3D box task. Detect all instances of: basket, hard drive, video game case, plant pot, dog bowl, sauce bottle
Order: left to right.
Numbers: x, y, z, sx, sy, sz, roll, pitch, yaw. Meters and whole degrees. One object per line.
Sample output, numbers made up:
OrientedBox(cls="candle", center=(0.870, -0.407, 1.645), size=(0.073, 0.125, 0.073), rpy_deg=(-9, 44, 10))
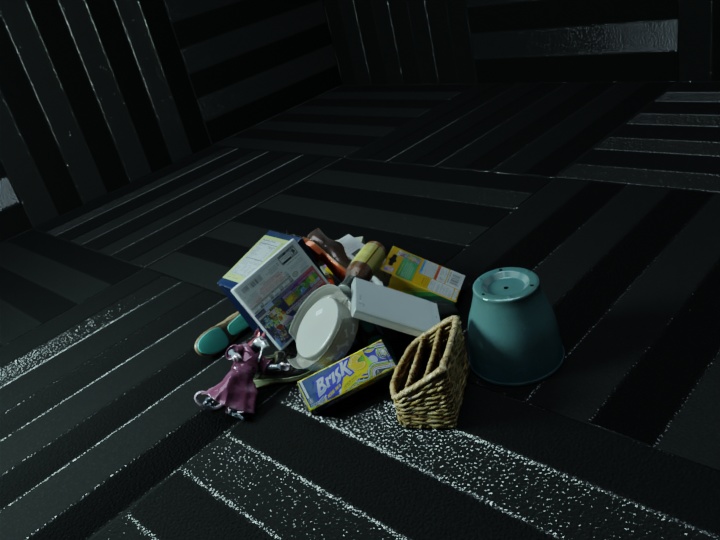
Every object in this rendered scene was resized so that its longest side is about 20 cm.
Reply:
OrientedBox(cls="video game case", center=(-0.173, 0.054, 1.619), size=(0.200, 0.182, 0.023), rpy_deg=(-43, 10, -26))
OrientedBox(cls="dog bowl", center=(-0.081, 0.132, 1.519), size=(0.200, 0.059, 0.200), rpy_deg=(-35, 39, 34))
OrientedBox(cls="sauce bottle", center=(0.000, 0.000, 1.633), size=(0.066, 0.066, 0.200), rpy_deg=(1, 29, 27))
OrientedBox(cls="hard drive", center=(0.078, 0.085, 1.505), size=(0.200, 0.026, 0.132), rpy_deg=(18, 29, -11))
OrientedBox(cls="basket", center=(0.129, 0.197, 1.377), size=(0.142, 0.149, 0.200), rpy_deg=(-3, 30, 21))
OrientedBox(cls="plant pot", center=(0.310, 0.103, 1.424), size=(0.200, 0.188, 0.200), rpy_deg=(-12, 27, 6))

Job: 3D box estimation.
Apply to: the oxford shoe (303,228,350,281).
OrientedBox(cls="oxford shoe", center=(-0.052, -0.030, 1.715), size=(0.073, 0.200, 0.071), rpy_deg=(-50, -2, -23))

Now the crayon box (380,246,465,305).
OrientedBox(cls="crayon box", center=(0.150, 0.024, 1.710), size=(0.200, 0.052, 0.126), rpy_deg=(24, 36, 6))

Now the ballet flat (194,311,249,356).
OrientedBox(cls="ballet flat", center=(-0.361, 0.163, 1.785), size=(0.072, 0.068, 0.200), rpy_deg=(-16, 18, 45))

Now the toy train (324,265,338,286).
OrientedBox(cls="toy train", center=(-0.031, 0.031, 1.884), size=(0.200, 0.056, 0.150), rpy_deg=(-11, 44, -5))

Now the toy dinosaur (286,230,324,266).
OrientedBox(cls="toy dinosaur", center=(-0.162, -0.060, 1.884), size=(0.086, 0.136, 0.200), rpy_deg=(-25, 0, -30))

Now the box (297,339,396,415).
OrientedBox(cls="box", center=(-0.029, 0.224, 1.448), size=(0.200, 0.064, 0.070), rpy_deg=(-26, 71, -11))

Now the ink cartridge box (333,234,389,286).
OrientedBox(cls="ink cartridge box", center=(0.014, 0.007, 1.780), size=(0.067, 0.116, 0.200), rpy_deg=(-31, 49, -29))

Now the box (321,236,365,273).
OrientedBox(cls="box", center=(-0.085, -0.034, 1.998), size=(0.200, 0.078, 0.095), rpy_deg=(-7, 28, 14))

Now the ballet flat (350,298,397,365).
OrientedBox(cls="ballet flat", center=(0.016, 0.156, 1.557), size=(0.068, 0.068, 0.200), rpy_deg=(-9, 62, -41))

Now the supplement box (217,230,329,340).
OrientedBox(cls="supplement box", center=(-0.207, 0.043, 1.731), size=(0.134, 0.200, 0.200), rpy_deg=(16, 55, 44))

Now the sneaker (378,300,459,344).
OrientedBox(cls="sneaker", center=(0.140, 0.129, 1.592), size=(0.200, 0.076, 0.091), rpy_deg=(-11, 49, -16))

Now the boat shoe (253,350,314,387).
OrientedBox(cls="boat shoe", center=(-0.184, 0.218, 1.580), size=(0.200, 0.065, 0.073), rpy_deg=(-15, 25, -4))

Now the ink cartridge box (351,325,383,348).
OrientedBox(cls="ink cartridge box", center=(-0.041, 0.128, 1.670), size=(0.200, 0.076, 0.136), rpy_deg=(-21, 27, -16))

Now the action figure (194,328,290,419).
OrientedBox(cls="action figure", center=(-0.255, 0.226, 1.525), size=(0.149, 0.134, 0.200), rpy_deg=(-17, 46, 53))
